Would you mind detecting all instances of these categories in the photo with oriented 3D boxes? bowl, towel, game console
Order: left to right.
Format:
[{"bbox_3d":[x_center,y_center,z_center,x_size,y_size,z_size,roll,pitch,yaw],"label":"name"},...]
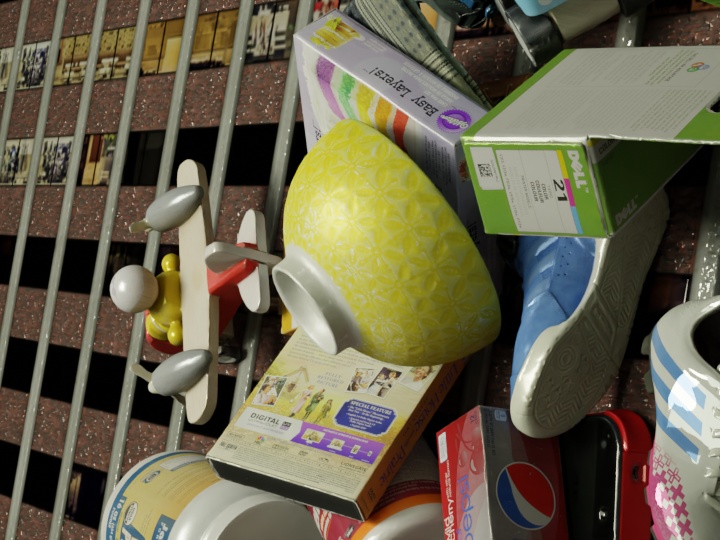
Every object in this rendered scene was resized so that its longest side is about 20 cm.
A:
[{"bbox_3d":[0.000,0.000,1.403,0.200,0.108,0.200,50,164,20],"label":"bowl"},{"bbox_3d":[0.048,-0.123,1.483,0.200,0.035,0.193,54,155,3],"label":"towel"},{"bbox_3d":[0.145,0.203,1.364,0.177,0.031,0.200,-18,65,60],"label":"game console"}]

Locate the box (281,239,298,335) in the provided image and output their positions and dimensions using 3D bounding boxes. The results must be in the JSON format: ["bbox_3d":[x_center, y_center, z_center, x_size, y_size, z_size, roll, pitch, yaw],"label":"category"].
[{"bbox_3d":[-0.001,-0.018,1.651,0.200,0.041,0.119,-20,64,51],"label":"box"}]

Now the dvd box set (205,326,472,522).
[{"bbox_3d":[-0.009,0.095,1.485,0.146,0.029,0.200,12,52,33],"label":"dvd box set"}]

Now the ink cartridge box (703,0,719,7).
[{"bbox_3d":[0.287,-0.281,1.243,0.148,0.076,0.200,-3,75,58],"label":"ink cartridge box"}]

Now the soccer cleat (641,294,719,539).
[{"bbox_3d":[0.227,0.108,1.217,0.086,0.070,0.200,-34,52,49],"label":"soccer cleat"}]

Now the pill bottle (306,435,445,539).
[{"bbox_3d":[0.010,0.169,1.506,0.110,0.109,0.200,-63,35,24],"label":"pill bottle"}]

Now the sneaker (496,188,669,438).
[{"bbox_3d":[0.138,0.017,1.368,0.111,0.077,0.200,20,88,53],"label":"sneaker"}]

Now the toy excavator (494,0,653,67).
[{"bbox_3d":[0.125,-0.246,1.329,0.100,0.200,0.195,-29,30,4],"label":"toy excavator"}]

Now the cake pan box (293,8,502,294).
[{"bbox_3d":[0.031,-0.079,1.468,0.184,0.052,0.200,41,152,33],"label":"cake pan box"}]

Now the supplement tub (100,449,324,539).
[{"bbox_3d":[-0.126,0.242,1.665,0.200,0.144,0.145,9,88,59],"label":"supplement tub"}]

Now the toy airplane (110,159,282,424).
[{"bbox_3d":[-0.158,0.018,1.756,0.200,0.141,0.199,-125,43,-62],"label":"toy airplane"}]

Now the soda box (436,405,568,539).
[{"bbox_3d":[0.104,0.200,1.334,0.063,0.070,0.200,-39,47,52],"label":"soda box"}]

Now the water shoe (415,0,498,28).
[{"bbox_3d":[0.104,-0.237,1.546,0.200,0.071,0.079,20,125,57],"label":"water shoe"}]

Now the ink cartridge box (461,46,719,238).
[{"bbox_3d":[0.191,-0.086,1.255,0.200,0.148,0.076,4,122,38],"label":"ink cartridge box"}]

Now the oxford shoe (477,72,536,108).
[{"bbox_3d":[0.122,-0.119,1.458,0.200,0.071,0.071,-12,68,54],"label":"oxford shoe"}]
